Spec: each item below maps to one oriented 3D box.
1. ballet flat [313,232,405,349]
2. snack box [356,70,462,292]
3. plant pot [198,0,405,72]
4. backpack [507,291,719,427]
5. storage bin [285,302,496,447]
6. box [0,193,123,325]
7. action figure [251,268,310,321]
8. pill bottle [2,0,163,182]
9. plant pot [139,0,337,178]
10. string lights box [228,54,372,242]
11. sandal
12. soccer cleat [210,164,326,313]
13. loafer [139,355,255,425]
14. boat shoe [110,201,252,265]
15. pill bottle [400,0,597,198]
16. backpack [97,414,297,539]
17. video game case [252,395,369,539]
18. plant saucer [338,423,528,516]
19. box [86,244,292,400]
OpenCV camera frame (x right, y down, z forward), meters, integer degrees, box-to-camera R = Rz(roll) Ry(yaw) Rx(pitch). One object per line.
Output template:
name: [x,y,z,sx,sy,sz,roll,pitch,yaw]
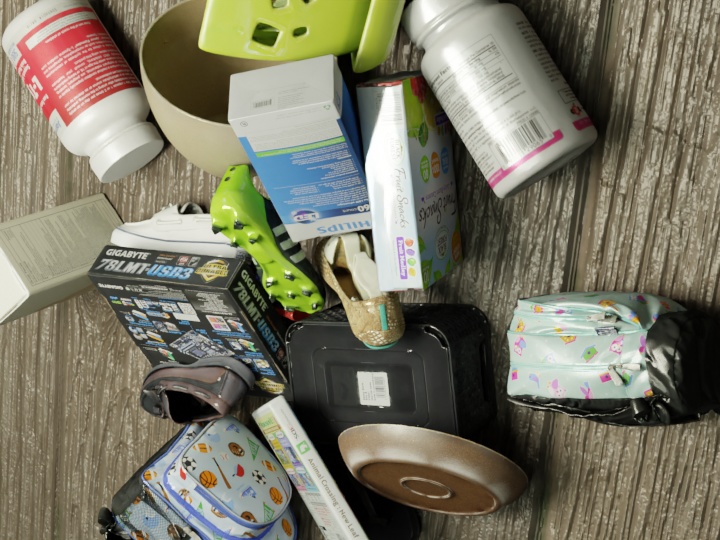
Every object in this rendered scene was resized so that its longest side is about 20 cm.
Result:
ballet flat: [0.000,0.000,1.499,0.200,0.070,0.066,-123,25,-52]
snack box: [0.051,-0.092,1.446,0.053,0.142,0.201,-2,101,22]
plant pot: [-0.042,-0.304,1.408,0.180,0.200,0.200,13,112,-7]
backpack: [0.236,0.082,1.384,0.199,0.167,0.128,1,83,35]
storage bin: [0.031,0.111,1.543,0.199,0.094,0.136,1,102,33]
box: [-0.357,-0.014,1.688,0.078,0.200,0.095,-38,82,33]
action figure: [-0.142,0.027,1.657,0.199,0.052,0.066,2,99,34]
pill bottle: [-0.310,-0.205,1.663,0.112,0.112,0.201,-38,81,33]
plant pot: [-0.129,-0.173,1.529,0.200,0.200,0.135,35,144,20]
string lights box: [-0.046,-0.111,1.409,0.102,0.200,0.059,-9,55,12]
sandal: [-0.017,0.237,1.635,0.200,0.043,0.076,46,121,14]
soccer cleat: [-0.086,-0.029,1.514,0.067,0.081,0.200,-5,143,29]
loafer: [-0.198,0.143,1.656,0.072,0.063,0.199,43,144,-23]
boat shoe: [-0.199,-0.045,1.669,0.199,0.073,0.066,7,85,31]
pill bottle: [0.128,-0.181,1.395,0.113,0.113,0.201,-34,83,33]
backpack: [-0.162,0.272,1.661,0.191,0.200,0.154,49,124,-3]
video game case: [-0.055,0.222,1.586,0.183,0.022,0.200,59,168,2]
plant saucer: [0.070,0.209,1.497,0.199,0.200,0.032,0,62,32]
box: [-0.176,0.060,1.626,0.199,0.050,0.199,5,142,32]
